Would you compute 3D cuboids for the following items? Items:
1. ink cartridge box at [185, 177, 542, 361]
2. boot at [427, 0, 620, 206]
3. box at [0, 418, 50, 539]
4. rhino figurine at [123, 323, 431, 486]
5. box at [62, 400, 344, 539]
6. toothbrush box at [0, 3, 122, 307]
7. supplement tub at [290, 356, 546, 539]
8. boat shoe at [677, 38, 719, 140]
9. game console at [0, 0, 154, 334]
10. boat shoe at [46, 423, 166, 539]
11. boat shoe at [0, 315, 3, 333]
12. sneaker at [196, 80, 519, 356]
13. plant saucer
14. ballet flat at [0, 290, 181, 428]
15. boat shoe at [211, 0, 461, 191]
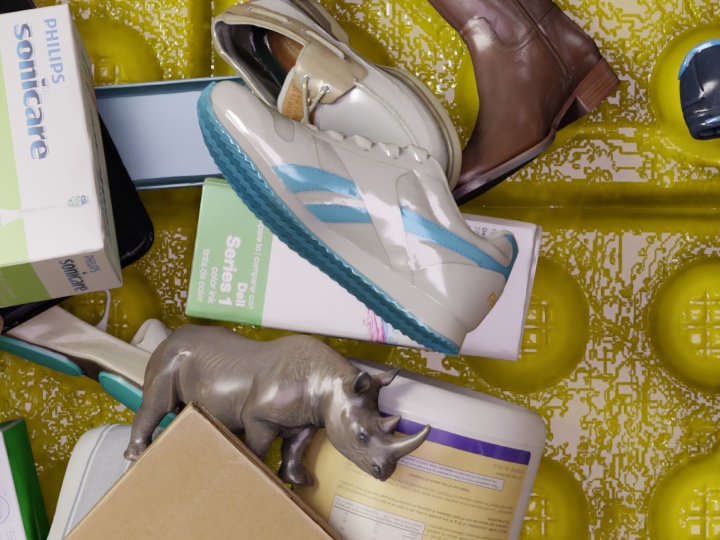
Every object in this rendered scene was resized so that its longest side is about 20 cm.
[{"bbox_3d":[0.000,0.000,1.085,0.199,0.145,0.085,8,90,-2],"label":"ink cartridge box"},{"bbox_3d":[0.053,-0.155,1.096,0.200,0.064,0.186,53,46,-4],"label":"boot"},{"bbox_3d":[-0.278,0.211,1.101,0.175,0.097,0.201,-14,91,-1],"label":"box"},{"bbox_3d":[-0.048,0.080,1.030,0.199,0.060,0.088,5,88,32],"label":"rhino figurine"},{"bbox_3d":[-0.102,0.201,1.000,0.163,0.021,0.200,43,95,-4],"label":"box"},{"bbox_3d":[-0.245,-0.053,0.995,0.199,0.086,0.146,-11,75,-2],"label":"toothbrush box"},{"bbox_3d":[0.022,0.166,1.086,0.145,0.145,0.201,16,89,-2],"label":"supplement tub"},{"bbox_3d":[0.304,-0.103,1.132,0.199,0.084,0.069,0,71,12],"label":"boat shoe"},{"bbox_3d":[-0.253,-0.055,1.068,0.199,0.119,0.173,-28,67,0],"label":"game console"},{"bbox_3d":[-0.149,0.183,1.066,0.071,0.070,0.202,-10,57,31],"label":"boat shoe"},{"bbox_3d":[-0.265,0.110,1.023,0.064,0.071,0.201,17,82,2],"label":"boat shoe"},{"bbox_3d":[-0.004,-0.042,0.981,0.200,0.076,0.081,40,79,-7],"label":"sneaker"},{"bbox_3d":[-0.165,-0.084,1.143,0.199,0.019,0.070,-5,90,-2],"label":"plant saucer"},{"bbox_3d":[-0.159,0.048,1.124,0.199,0.069,0.070,27,89,-1],"label":"ballet flat"},{"bbox_3d":[-0.020,-0.101,1.072,0.068,0.200,0.075,-9,127,-38],"label":"boat shoe"}]
